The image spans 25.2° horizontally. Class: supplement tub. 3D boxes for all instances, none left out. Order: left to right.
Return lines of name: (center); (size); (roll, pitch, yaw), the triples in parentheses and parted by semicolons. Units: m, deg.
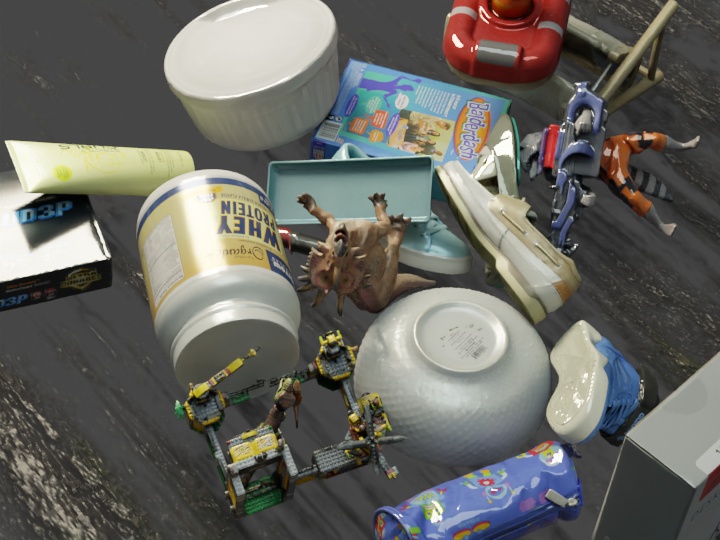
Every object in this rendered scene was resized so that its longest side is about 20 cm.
supplement tub: (-0.138, 0.015, 1.587); (0.143, 0.145, 0.201); (-7, 48, -12)

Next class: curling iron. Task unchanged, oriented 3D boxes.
curling iron: (-0.080, -0.031, 1.713); (0.198, 0.026, 0.050); (18, 11, 6)

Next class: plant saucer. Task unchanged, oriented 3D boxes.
plant saucer: (-0.011, -0.083, 1.702); (0.198, 0.019, 0.071); (0, 82, 29)

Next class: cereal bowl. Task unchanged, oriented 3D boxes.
cereal bowl: (0.094, 0.089, 1.585); (0.198, 0.084, 0.201); (3, 46, -3)

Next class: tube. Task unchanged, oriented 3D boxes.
tube: (-0.272, -0.105, 1.705); (0.199, 0.052, 0.058); (1, 4, -33)

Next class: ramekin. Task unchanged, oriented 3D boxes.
ramekin: (-0.113, -0.220, 1.816); (0.201, 0.095, 0.203); (-10, 42, 9)

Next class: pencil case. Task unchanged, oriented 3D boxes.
pencil case: (0.112, 0.221, 1.463); (0.199, 0.079, 0.087); (-19, 18, -20)

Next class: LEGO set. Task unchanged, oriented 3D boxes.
LEGO set: (-0.065, 0.135, 1.467); (0.198, 0.116, 0.155); (-11, 71, -9)

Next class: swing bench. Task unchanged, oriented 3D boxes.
swing bench: (0.231, -0.258, 1.894); (0.198, 0.130, 0.200); (34, 60, 23)

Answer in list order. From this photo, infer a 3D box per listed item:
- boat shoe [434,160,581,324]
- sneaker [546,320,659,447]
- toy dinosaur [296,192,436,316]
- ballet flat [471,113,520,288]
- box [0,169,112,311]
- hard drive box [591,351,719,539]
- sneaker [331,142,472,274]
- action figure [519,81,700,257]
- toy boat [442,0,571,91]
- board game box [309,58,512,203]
boat shoe: (0.149, -0.040, 1.647); (0.068, 0.075, 0.201); (-33, 68, -2)
sneaker: (0.237, 0.128, 1.526); (0.111, 0.077, 0.200); (39, 17, -8)
toy dinosaur: (0.000, 0.000, 1.609); (0.085, 0.200, 0.136); (-18, 51, 26)
ballet flat: (0.145, -0.076, 1.721); (0.063, 0.067, 0.202); (-3, 69, -9)
box: (-0.372, -0.031, 1.674); (0.198, 0.046, 0.160); (-13, 49, -17)
hard drive box: (0.289, 0.187, 1.432); (0.077, 0.201, 0.155); (37, 55, 27)
sneaker: (0.040, -0.069, 1.715); (0.199, 0.082, 0.074); (31, 31, 21)
action figure: (0.256, -0.093, 1.771); (0.192, 0.105, 0.202); (18, 88, 1)
toy boat: (0.165, -0.303, 1.766); (0.129, 0.131, 0.201); (10, 54, 8)
board game box: (0.059, -0.157, 1.835); (0.198, 0.045, 0.153); (16, 48, 9)
